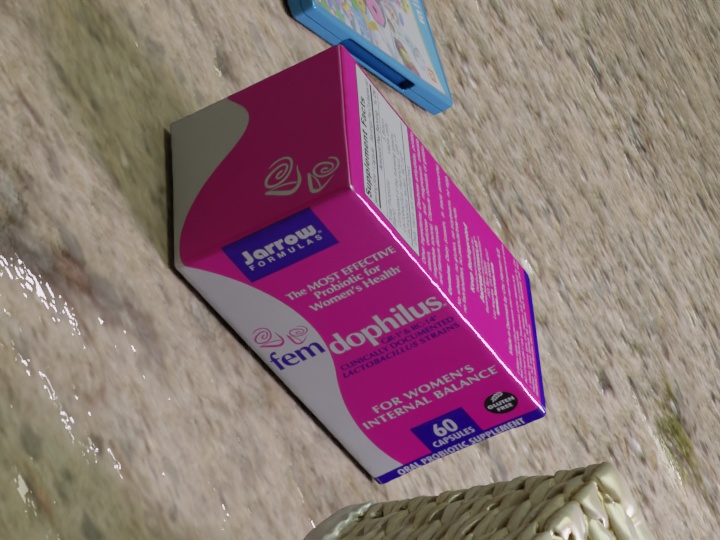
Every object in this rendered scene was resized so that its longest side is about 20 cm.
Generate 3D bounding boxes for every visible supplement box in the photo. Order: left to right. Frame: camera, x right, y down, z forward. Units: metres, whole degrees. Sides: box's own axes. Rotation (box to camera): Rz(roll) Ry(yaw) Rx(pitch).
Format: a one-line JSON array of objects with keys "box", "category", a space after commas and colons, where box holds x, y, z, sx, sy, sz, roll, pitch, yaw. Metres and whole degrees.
[{"box": [0.000, 0.000, 1.383, 0.200, 0.101, 0.104, 49, 26, -39], "category": "supplement box"}]

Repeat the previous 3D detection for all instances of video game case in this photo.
[{"box": [-0.008, -0.187, 1.708, 0.200, 0.018, 0.144, 29, 40, -61], "category": "video game case"}]

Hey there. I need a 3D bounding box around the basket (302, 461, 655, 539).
[{"box": [0.040, 0.203, 1.086, 0.198, 0.160, 0.201, -39, 104, -49], "category": "basket"}]
